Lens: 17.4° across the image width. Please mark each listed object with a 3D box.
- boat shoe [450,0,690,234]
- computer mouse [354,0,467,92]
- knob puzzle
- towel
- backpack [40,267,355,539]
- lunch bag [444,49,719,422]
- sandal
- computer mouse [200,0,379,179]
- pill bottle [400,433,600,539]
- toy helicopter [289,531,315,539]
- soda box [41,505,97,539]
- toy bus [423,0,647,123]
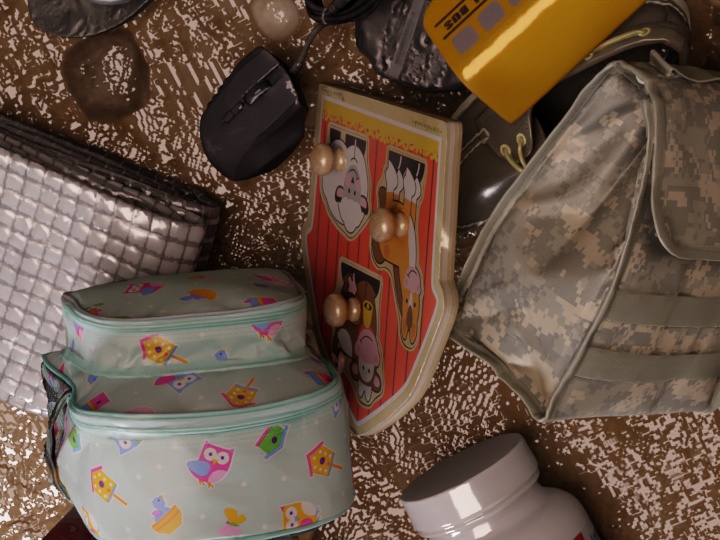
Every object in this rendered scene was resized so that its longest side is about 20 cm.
[{"bbox_3d":[0.112,-0.087,1.373,0.072,0.060,0.202,40,114,-21],"label":"boat shoe"},{"bbox_3d":[-0.007,-0.161,1.412,0.199,0.034,0.059,27,109,14],"label":"computer mouse"},{"bbox_3d":[0.000,0.000,1.377,0.030,0.220,0.221,-2,110,-26],"label":"knob puzzle"},{"bbox_3d":[-0.201,-0.002,1.482,0.199,0.086,0.166,22,112,7],"label":"towel"},{"bbox_3d":[-0.092,0.081,1.350,0.175,0.200,0.154,-5,109,-14],"label":"backpack"},{"bbox_3d":[0.166,-0.023,1.317,0.118,0.164,0.201,41,116,36],"label":"lunch bag"},{"bbox_3d":[-0.129,-0.201,1.412,0.200,0.048,0.076,-23,84,26],"label":"sandal"},{"bbox_3d":[-0.043,-0.122,1.385,0.059,0.034,0.200,57,134,21],"label":"computer mouse"},{"bbox_3d":[0.106,0.207,1.439,0.112,0.112,0.201,-25,98,21],"label":"pill bottle"},{"bbox_3d":[-0.064,0.205,1.436,0.079,0.200,0.133,27,71,6],"label":"toy helicopter"},{"bbox_3d":[-0.141,0.172,1.450,0.063,0.200,0.070,6,108,14],"label":"soda box"},{"bbox_3d":[0.128,-0.182,1.315,0.200,0.078,0.065,-42,136,12],"label":"toy bus"}]
